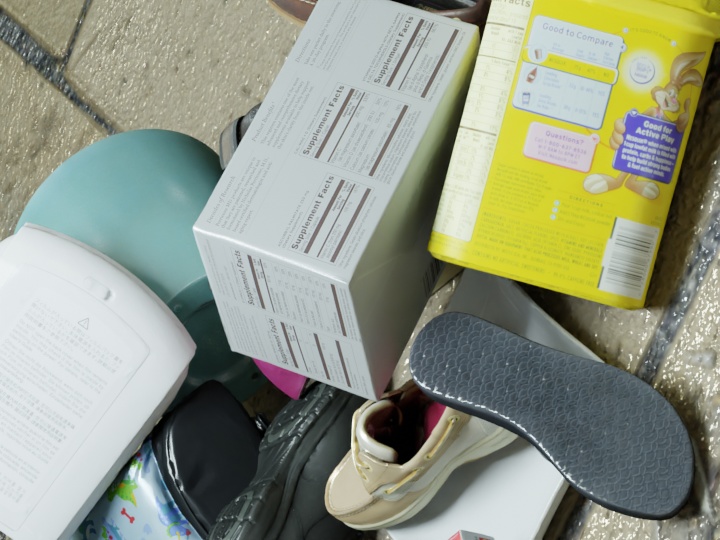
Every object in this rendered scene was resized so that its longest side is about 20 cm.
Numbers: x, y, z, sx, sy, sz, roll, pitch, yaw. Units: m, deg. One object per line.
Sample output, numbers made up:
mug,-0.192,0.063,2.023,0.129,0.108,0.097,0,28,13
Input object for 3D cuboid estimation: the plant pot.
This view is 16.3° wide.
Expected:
plant pot,-0.141,0.017,1.892,0.161,0.200,0.201,42,112,48

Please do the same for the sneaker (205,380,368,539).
sneaker,-0.031,0.150,1.751,0.076,0.091,0.200,-24,30,59

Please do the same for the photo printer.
photo printer,-0.225,0.078,1.769,0.200,0.166,0.069,-53,6,10

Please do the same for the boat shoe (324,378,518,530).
boat shoe,0.028,0.107,1.634,0.200,0.069,0.074,-41,44,42

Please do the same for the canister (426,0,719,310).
canister,0.131,-0.089,1.543,0.087,0.148,0.201,-40,-35,-88

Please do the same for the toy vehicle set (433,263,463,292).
toy vehicle set,0.023,-0.064,1.816,0.124,0.026,0.201,-39,46,44

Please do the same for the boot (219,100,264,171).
boot,-0.022,-0.093,1.815,0.174,0.069,0.201,-42,50,29

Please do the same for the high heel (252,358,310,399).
high heel,0.000,0.000,1.742,0.200,0.067,0.096,-35,83,10

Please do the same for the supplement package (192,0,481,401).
supplement package,-0.005,-0.049,1.605,0.156,0.110,0.200,77,-144,-58

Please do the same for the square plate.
square plate,0.085,0.112,1.635,0.199,0.028,0.200,-65,32,14

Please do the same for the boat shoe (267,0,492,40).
boat shoe,0.013,-0.199,1.765,0.199,0.070,0.071,18,67,25

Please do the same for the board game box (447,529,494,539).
board game box,0.027,0.270,1.587,0.200,0.035,0.127,-44,46,33

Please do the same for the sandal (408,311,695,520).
sandal,0.122,0.084,1.519,0.200,0.043,0.076,32,80,28

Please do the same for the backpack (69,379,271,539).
backpack,-0.133,0.198,1.839,0.163,0.154,0.200,55,151,2
